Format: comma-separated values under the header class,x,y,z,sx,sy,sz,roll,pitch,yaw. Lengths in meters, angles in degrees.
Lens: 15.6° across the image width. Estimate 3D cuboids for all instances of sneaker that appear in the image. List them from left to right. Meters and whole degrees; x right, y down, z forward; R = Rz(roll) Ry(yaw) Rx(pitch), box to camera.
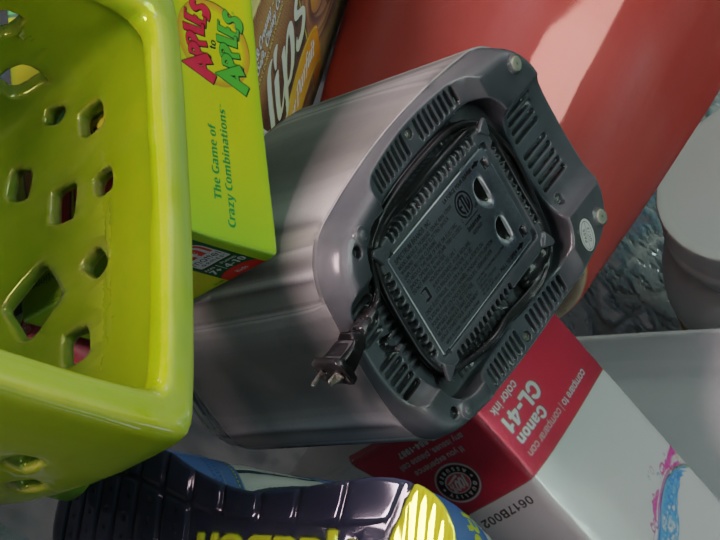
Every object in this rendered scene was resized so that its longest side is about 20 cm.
class,x,y,z,sx,sy,sz,roll,pitch,yaw
sneaker,-0.034,0.113,1.032,0.082,0.200,0.074,20,79,-55

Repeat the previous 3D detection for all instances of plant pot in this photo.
class,x,y,z,sx,sy,sz,roll,pitch,yaw
plant pot,-0.191,-0.014,0.950,0.199,0.181,0.200,21,51,-34
plant pot,0.068,-0.079,1.259,0.200,0.200,0.177,39,53,-19

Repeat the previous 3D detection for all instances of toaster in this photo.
class,x,y,z,sx,sy,sz,roll,pitch,yaw
toaster,0.000,0.000,1.073,0.114,0.129,0.200,57,46,-21

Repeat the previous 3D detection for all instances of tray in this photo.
class,x,y,z,sx,sy,sz,roll,pitch,yaw
tray,0.141,0.082,1.195,0.022,0.200,0.108,24,66,-53

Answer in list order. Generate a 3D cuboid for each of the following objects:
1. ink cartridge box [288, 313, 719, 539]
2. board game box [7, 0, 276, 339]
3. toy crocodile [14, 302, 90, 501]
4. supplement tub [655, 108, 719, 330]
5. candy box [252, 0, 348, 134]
class,x,y,z,sx,sy,sz,roll,pitch,yaw
ink cartridge box,0.079,0.130,1.147,0.200,0.148,0.086,49,43,-8
board game box,-0.092,-0.083,1.053,0.048,0.102,0.200,17,57,-41
toy crocodile,-0.128,0.008,1.091,0.067,0.062,0.200,31,45,-27
supplement tub,0.237,0.019,1.332,0.145,0.144,0.200,-77,149,-42
candy box,-0.053,-0.110,1.202,0.116,0.055,0.200,84,17,-44
